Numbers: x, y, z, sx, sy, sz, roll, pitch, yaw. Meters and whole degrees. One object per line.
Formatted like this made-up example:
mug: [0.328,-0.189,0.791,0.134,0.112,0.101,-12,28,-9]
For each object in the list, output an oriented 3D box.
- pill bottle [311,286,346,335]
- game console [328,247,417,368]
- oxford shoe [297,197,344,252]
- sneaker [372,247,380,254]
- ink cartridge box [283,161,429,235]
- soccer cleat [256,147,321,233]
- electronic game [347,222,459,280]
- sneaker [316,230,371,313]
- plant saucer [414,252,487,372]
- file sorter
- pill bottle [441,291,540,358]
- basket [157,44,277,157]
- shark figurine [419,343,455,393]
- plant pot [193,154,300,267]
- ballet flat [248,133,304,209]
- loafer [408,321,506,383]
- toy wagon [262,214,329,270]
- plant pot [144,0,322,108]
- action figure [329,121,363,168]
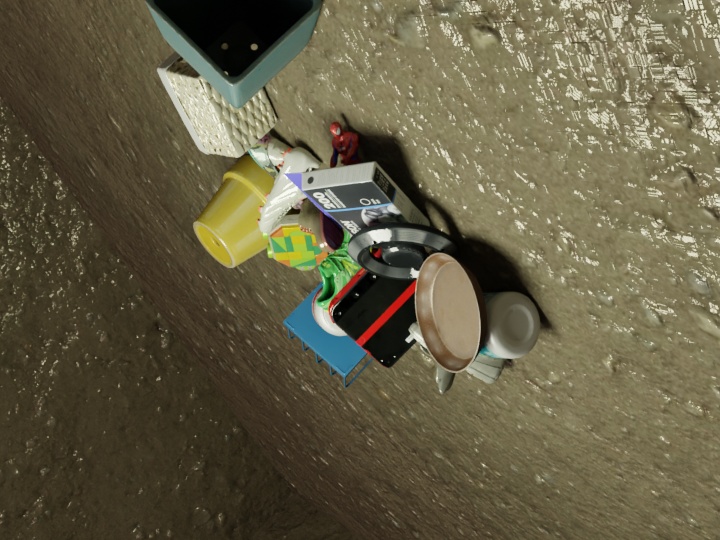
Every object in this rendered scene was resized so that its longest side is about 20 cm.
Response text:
pill bottle: [-0.046,0.083,1.963,0.112,0.112,0.200,48,175,-5]
game console: [0.055,0.067,1.720,0.176,0.200,0.031,40,-164,-15]
oxford shoe: [-0.079,-0.085,1.725,0.071,0.074,0.201,51,-164,-27]
sneaker: [0.000,0.000,1.840,0.077,0.085,0.200,49,157,-3]
ink cartridge box: [-0.010,-0.111,1.568,0.198,0.044,0.198,-1,152,35]
soccer cleat: [-0.143,-0.147,1.770,0.077,0.069,0.202,29,120,3]
electronic game: [0.075,-0.033,1.585,0.196,0.042,0.201,4,157,2]
sneaker: [-0.034,-0.012,1.741,0.083,0.203,0.074,11,-174,-29]
plant saucer: [0.156,0.069,1.528,0.200,0.034,0.204,26,120,57]
file sorter: [-0.063,0.159,2.160,0.199,0.139,0.123,39,161,17]
pill bottle: [0.214,0.094,1.580,0.111,0.111,0.199,52,158,-15]
basket: [-0.263,-0.327,1.700,0.122,0.136,0.201,21,148,42]
shark figurine: [0.165,0.117,1.789,0.089,0.128,0.217,-21,95,40]
plant pot: [-0.253,-0.115,1.968,0.200,0.189,0.202,37,155,20]
ballet flat: [-0.150,-0.205,1.807,0.070,0.070,0.201,-6,130,41]
loafer: [0.184,0.141,1.708,0.198,0.070,0.070,28,-173,-13]
toy wagon: [-0.122,-0.050,1.914,0.152,0.040,0.201,-3,146,3]
plant pot: [-0.197,-0.377,1.436,0.196,0.196,0.200,44,166,5]
action figure: [-0.014,-0.160,1.579,0.064,0.099,0.202,-5,126,34]
